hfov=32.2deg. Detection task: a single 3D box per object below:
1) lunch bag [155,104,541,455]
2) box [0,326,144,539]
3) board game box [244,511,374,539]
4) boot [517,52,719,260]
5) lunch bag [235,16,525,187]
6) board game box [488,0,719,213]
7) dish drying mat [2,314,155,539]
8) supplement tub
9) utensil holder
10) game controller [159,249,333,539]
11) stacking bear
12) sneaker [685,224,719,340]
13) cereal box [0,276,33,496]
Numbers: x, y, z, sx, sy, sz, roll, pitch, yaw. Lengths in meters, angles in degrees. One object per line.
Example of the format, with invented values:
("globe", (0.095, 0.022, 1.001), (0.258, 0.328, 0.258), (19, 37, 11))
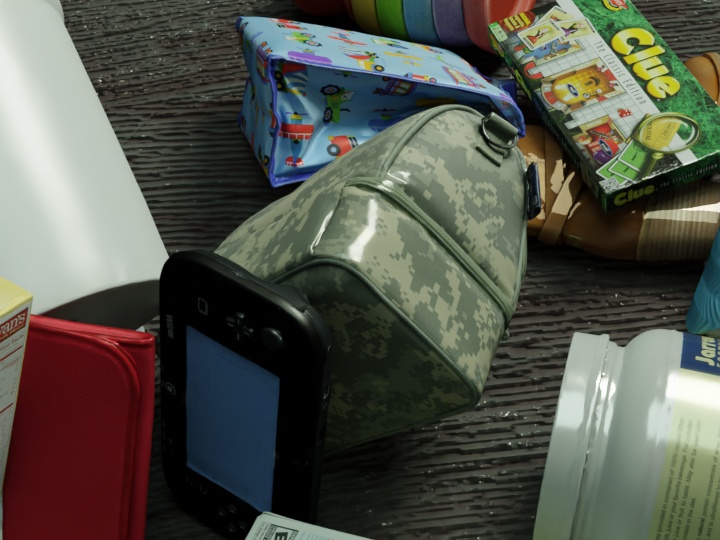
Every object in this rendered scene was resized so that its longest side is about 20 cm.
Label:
("lunch bag", (0.000, 0.000, 0.740), (0.139, 0.200, 0.168), (40, 49, -21))
("box", (-0.213, 0.109, 0.761), (0.156, 0.041, 0.200), (-7, 50, -2))
("board game box", (0.015, 0.204, 0.567), (0.200, 0.064, 0.148), (8, 50, 29))
("boot", (0.184, -0.089, 0.905), (0.155, 0.077, 0.200), (6, 57, 13))
("lunch bag", (0.018, -0.132, 0.910), (0.200, 0.094, 0.151), (-4, 22, -12))
("board game box", (0.175, -0.128, 0.878), (0.105, 0.023, 0.200), (-19, 48, -7))
("dish drying mat", (-0.150, 0.119, 0.651), (0.077, 0.200, 0.018), (9, 23, 3))
("supplement tub", (0.202, 0.112, 0.671), (0.200, 0.145, 0.145), (11, 50, 12))
("utensil holder", (-0.215, -0.046, 0.714), (0.170, 0.170, 0.200), (-24, 79, -17))
("game controller", (-0.066, 0.079, 0.679), (0.104, 0.200, 0.042), (21, 41, 17))
("stacking bear", (0.030, -0.240, 1.013), (0.200, 0.121, 0.114), (11, 74, 24))
("sneaker", (0.250, 0.006, 0.756), (0.081, 0.077, 0.200), (23, 17, 19))
("cereal box", (-0.246, 0.068, 0.636), (0.144, 0.200, 0.040), (26, 31, 15))
